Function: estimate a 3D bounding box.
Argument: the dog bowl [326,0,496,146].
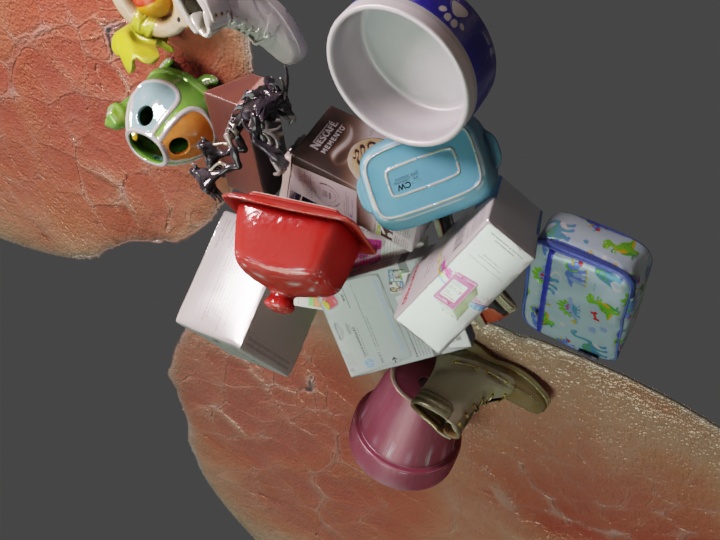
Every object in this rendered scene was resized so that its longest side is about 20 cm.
[{"bbox_3d":[0.062,-0.253,1.362,0.199,0.079,0.201,25,144,20],"label":"dog bowl"}]

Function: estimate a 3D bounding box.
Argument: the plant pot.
[{"bbox_3d":[0.092,0.244,1.928,0.199,0.200,0.180,28,132,12],"label":"plant pot"}]

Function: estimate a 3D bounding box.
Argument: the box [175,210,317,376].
[{"bbox_3d":[-0.167,0.041,1.822,0.130,0.202,0.199,18,168,25],"label":"box"}]

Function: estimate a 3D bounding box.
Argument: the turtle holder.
[{"bbox_3d":[-0.299,-0.235,1.691,0.185,0.132,0.141,33,151,8],"label":"turtle holder"}]

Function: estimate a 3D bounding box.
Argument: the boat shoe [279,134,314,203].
[{"bbox_3d":[-0.069,-0.107,1.698,0.092,0.075,0.201,33,149,18],"label":"boat shoe"}]

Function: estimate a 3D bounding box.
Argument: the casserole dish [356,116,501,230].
[{"bbox_3d":[0.083,-0.126,1.449,0.198,0.039,0.122,-19,88,17],"label":"casserole dish"}]

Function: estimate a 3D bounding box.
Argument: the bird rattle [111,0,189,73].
[{"bbox_3d":[-0.304,-0.389,1.562,0.162,0.113,0.201,-5,119,32],"label":"bird rattle"}]

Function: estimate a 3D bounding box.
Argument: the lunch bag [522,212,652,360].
[{"bbox_3d":[0.299,0.023,1.520,0.160,0.083,0.201,26,147,20],"label":"lunch bag"}]

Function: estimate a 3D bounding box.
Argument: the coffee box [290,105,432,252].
[{"bbox_3d":[0.014,-0.129,1.555,0.199,0.113,0.080,27,148,12],"label":"coffee box"}]

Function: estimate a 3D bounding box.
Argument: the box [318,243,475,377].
[{"bbox_3d":[0.050,0.061,1.655,0.198,0.041,0.157,-17,107,20],"label":"box"}]

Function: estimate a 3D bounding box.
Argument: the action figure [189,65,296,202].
[{"bbox_3d":[-0.142,-0.186,1.532,0.102,0.119,0.200,34,124,-26],"label":"action figure"}]

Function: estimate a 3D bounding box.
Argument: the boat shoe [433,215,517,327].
[{"bbox_3d":[0.163,-0.009,1.624,0.062,0.071,0.201,-24,114,10],"label":"boat shoe"}]

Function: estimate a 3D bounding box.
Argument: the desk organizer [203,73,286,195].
[{"bbox_3d":[-0.166,-0.201,1.672,0.076,0.072,0.201,23,147,23],"label":"desk organizer"}]

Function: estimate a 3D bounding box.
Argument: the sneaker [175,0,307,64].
[{"bbox_3d":[-0.163,-0.323,1.462,0.200,0.116,0.073,47,145,-21],"label":"sneaker"}]

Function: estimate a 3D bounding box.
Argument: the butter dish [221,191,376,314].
[{"bbox_3d":[-0.096,-0.013,1.570,0.198,0.149,0.199,13,169,13],"label":"butter dish"}]

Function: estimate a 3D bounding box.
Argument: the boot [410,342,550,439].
[{"bbox_3d":[0.192,0.211,1.800,0.199,0.155,0.072,31,149,5],"label":"boot"}]

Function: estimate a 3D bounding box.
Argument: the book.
[{"bbox_3d":[0.000,0.000,1.688,0.198,0.048,0.135,10,116,16],"label":"book"}]

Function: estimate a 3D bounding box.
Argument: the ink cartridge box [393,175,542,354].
[{"bbox_3d":[0.143,-0.007,1.491,0.084,0.145,0.200,39,120,-8],"label":"ink cartridge box"}]
